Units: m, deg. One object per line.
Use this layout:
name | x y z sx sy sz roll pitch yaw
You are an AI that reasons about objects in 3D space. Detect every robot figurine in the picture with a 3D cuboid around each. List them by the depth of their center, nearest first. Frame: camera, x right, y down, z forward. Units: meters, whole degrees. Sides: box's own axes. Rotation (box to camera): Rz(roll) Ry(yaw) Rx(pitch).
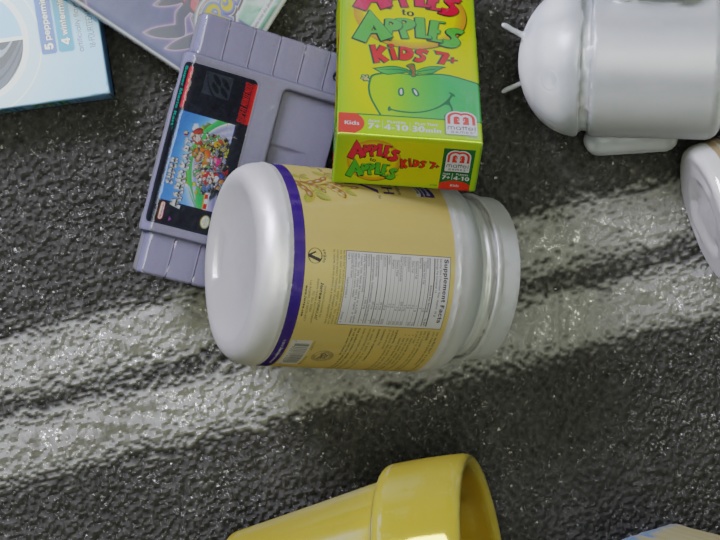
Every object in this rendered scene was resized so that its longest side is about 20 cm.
robot figurine | 0.205 -0.155 1.238 0.200 0.113 0.170 3 128 6

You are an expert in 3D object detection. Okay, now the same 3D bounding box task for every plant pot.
plant pot | 0.003 0.245 1.211 0.189 0.201 0.201 -9 92 11

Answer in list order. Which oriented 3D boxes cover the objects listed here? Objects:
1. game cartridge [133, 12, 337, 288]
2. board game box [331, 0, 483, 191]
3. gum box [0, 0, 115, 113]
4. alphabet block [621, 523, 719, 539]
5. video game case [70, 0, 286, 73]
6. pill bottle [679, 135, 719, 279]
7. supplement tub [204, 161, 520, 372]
game cartridge | -0.089 -0.082 1.253 0.129 0.038 0.200 14 91 -27
board game box | 0.033 -0.144 1.205 0.101 0.200 0.048 3 135 -3
gum box | -0.298 -0.202 1.253 0.200 0.045 0.170 -8 92 -2
alphabet block | 0.278 0.303 1.187 0.200 0.195 0.197 11 93 25
video game case | -0.124 -0.260 1.240 0.182 0.023 0.200 33 89 -23
pill bottle | 0.354 -0.070 1.255 0.200 0.111 0.111 -17 92 -2
supplement tub | 0.000 0.000 1.203 0.200 0.145 0.146 3 91 -23
